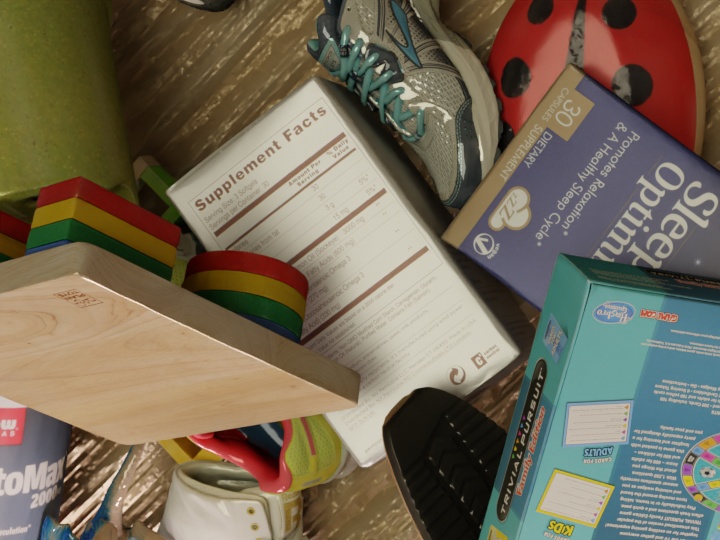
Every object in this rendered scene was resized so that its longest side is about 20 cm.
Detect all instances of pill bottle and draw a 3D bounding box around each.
[{"bbox_3d":[-0.244,0.093,1.233,0.119,0.120,0.200,15,107,18],"label":"pill bottle"}]

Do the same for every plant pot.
[{"bbox_3d":[-0.218,-0.091,1.146,0.200,0.200,0.184,-30,64,20],"label":"plant pot"}]

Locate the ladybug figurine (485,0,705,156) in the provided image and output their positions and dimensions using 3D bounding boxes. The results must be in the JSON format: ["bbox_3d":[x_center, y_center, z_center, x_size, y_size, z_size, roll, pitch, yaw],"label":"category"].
[{"bbox_3d":[0.129,-0.091,1.115,0.136,0.072,0.200,3,96,20],"label":"ladybug figurine"}]

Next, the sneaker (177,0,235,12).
[{"bbox_3d":[-0.129,-0.251,1.194,0.080,0.074,0.200,-35,83,17],"label":"sneaker"}]

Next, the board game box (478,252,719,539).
[{"bbox_3d":[0.152,0.101,1.007,0.151,0.047,0.200,9,106,-18],"label":"board game box"}]

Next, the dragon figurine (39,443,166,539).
[{"bbox_3d":[-0.167,0.185,1.220,0.099,0.059,0.200,8,97,55],"label":"dragon figurine"}]

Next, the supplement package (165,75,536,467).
[{"bbox_3d":[0.000,0.000,1.140,0.117,0.117,0.200,-37,82,11],"label":"supplement package"}]

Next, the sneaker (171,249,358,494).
[{"bbox_3d":[-0.089,0.061,1.171,0.200,0.090,0.078,38,121,13],"label":"sneaker"}]

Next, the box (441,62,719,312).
[{"bbox_3d":[0.159,-0.007,1.051,0.200,0.032,0.121,37,99,11],"label":"box"}]

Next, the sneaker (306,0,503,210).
[{"bbox_3d":[0.014,-0.120,1.127,0.200,0.086,0.078,68,152,19],"label":"sneaker"}]

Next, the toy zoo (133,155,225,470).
[{"bbox_3d":[-0.111,0.041,1.242,0.200,0.020,0.131,46,108,10],"label":"toy zoo"}]

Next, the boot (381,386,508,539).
[{"bbox_3d":[0.054,0.153,1.105,0.077,0.138,0.200,-41,106,-22],"label":"boot"}]

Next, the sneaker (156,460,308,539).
[{"bbox_3d":[-0.043,0.190,1.196,0.200,0.074,0.116,22,114,18],"label":"sneaker"}]

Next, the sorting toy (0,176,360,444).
[{"bbox_3d":[-0.133,0.023,1.044,0.200,0.199,0.070,-13,59,42],"label":"sorting toy"}]
